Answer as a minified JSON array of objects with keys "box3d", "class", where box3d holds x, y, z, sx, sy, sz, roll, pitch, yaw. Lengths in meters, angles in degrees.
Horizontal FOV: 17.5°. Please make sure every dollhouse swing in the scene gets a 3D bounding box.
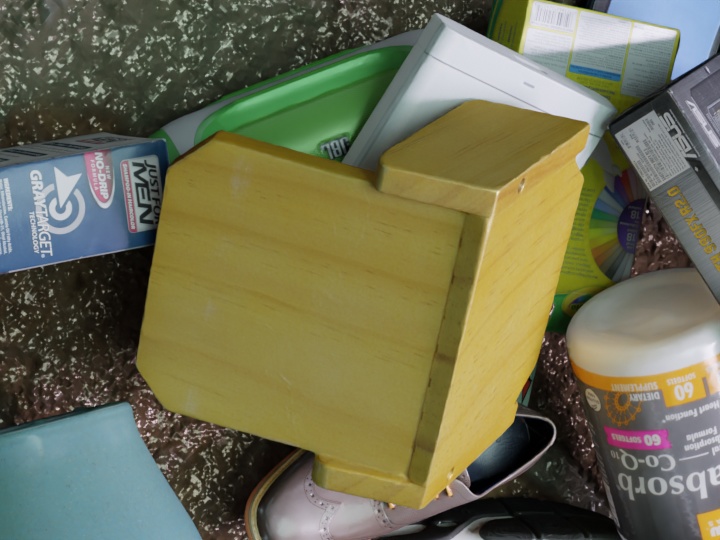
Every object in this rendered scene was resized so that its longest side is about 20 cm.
[{"box3d":[0.000,0.000,1.316,0.182,0.176,0.200,-36,142,-55],"class":"dollhouse swing"}]

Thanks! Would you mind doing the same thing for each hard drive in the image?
[{"box3d":[0.044,-0.036,1.350,0.132,0.027,0.200,22,109,-32],"class":"hard drive"}]

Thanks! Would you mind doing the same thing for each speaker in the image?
[{"box3d":[-0.025,-0.075,1.366,0.200,0.088,0.088,-22,105,-13],"class":"speaker"}]

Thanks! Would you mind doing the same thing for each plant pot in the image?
[{"box3d":[-0.170,0.175,1.277,0.200,0.200,0.188,-14,90,-25],"class":"plant pot"}]

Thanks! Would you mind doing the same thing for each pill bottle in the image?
[{"box3d":[0.203,0.108,1.432,0.116,0.116,0.200,-27,114,-22],"class":"pill bottle"}]

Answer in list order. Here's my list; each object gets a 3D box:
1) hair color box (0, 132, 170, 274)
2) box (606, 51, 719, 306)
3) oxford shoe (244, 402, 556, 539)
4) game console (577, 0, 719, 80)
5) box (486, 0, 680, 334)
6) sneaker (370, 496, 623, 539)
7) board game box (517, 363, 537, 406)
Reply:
[{"box3d":[-0.211,-0.030,1.280,0.200,0.100,0.061,-12,101,-25],"class":"hair color box"},{"box3d":[0.242,-0.032,1.393,0.200,0.048,0.158,57,30,-1],"class":"box"},{"box3d":[0.025,0.119,1.394,0.200,0.073,0.071,-22,94,-26],"class":"oxford shoe"},{"box3d":[0.244,-0.170,1.491,0.172,0.119,0.200,22,84,-27],"class":"game console"},{"box3d":[0.121,-0.062,1.440,0.117,0.048,0.200,9,94,-28],"class":"box"},{"box3d":[0.073,0.211,1.475,0.200,0.076,0.115,-3,105,-19],"class":"sneaker"},{"box3d":[0.059,0.000,1.462,0.135,0.029,0.200,13,89,-28],"class":"board game box"}]
